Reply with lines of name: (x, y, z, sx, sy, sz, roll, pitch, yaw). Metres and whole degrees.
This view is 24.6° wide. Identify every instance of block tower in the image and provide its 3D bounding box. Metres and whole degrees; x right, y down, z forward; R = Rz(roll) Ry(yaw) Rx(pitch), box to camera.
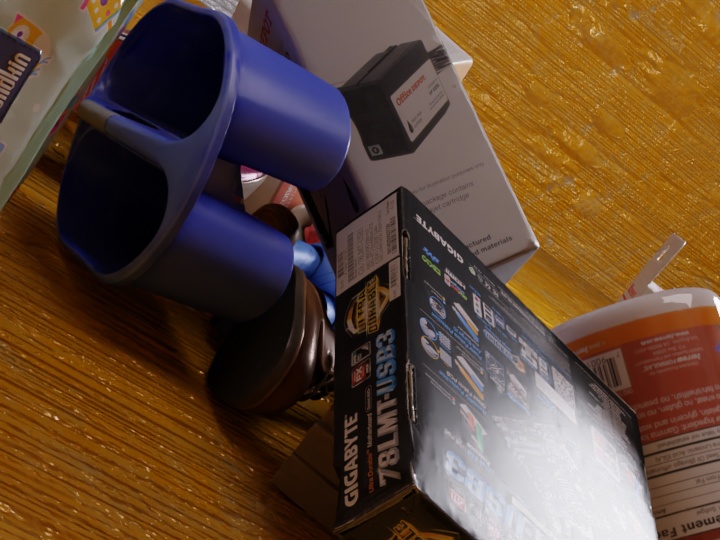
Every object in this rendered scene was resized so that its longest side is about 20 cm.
block tower: (0.013, 0.089, 0.840, 0.058, 0.054, 0.200, 39, 8, 6)

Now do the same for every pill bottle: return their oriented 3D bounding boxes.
pill bottle: (0.174, 0.120, 0.912, 0.112, 0.111, 0.202, 18, 55, -67)

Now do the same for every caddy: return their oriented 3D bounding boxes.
caddy: (-0.093, -0.060, 0.833, 0.104, 0.143, 0.200, 23, 3, -28)

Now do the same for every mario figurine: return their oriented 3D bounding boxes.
mario figurine: (0.000, 0.000, 1.060, 0.105, 0.125, 0.200, 12, 2, 25)

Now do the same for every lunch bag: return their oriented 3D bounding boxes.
lunch bag: (-0.167, -0.098, 0.665, 0.121, 0.171, 0.200, 35, 4, -4)

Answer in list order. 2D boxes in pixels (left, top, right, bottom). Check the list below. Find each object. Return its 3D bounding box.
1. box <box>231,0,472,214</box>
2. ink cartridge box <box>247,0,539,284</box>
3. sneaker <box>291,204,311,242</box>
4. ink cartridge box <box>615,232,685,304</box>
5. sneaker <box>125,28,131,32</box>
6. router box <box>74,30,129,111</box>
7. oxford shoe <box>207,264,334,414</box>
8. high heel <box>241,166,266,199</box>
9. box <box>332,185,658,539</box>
box: (-0.031, -0.128, 1.296, 0.106, 0.153, 0.199, 43, 32, 19)
ink cartridge box: (0.010, -0.071, 0.938, 0.145, 0.083, 0.202, 117, -51, -75)
sneaker: (0.020, 0.015, 1.222, 0.199, 0.079, 0.079, 29, -1, 27)
ink cartridge box: (0.212, 0.071, 1.295, 0.067, 0.201, 0.117, 37, 8, 2)
sneaker: (-0.178, -0.140, 1.269, 0.087, 0.076, 0.200, 34, -4, 20)
router box: (-0.178, -0.135, 1.037, 0.199, 0.049, 0.179, 28, 8, 41)
oxford shoe: (-0.035, 0.040, 0.860, 0.071, 0.071, 0.200, 41, 6, -9)
high heel: (-0.120, -0.074, 1.105, 0.096, 0.067, 0.200, 48, 11, -3)
box: (0.066, 0.089, 0.749, 0.200, 0.049, 0.200, 42, 29, -29)
